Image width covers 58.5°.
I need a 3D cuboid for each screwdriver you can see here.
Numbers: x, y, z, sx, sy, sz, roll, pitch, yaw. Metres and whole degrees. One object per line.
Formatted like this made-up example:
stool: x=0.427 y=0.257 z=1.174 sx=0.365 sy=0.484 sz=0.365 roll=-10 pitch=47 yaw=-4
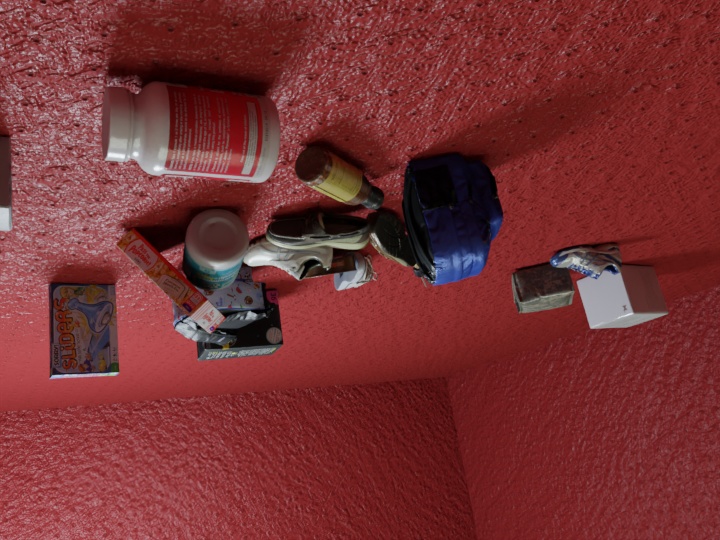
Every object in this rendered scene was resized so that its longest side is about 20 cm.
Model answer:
screwdriver: x=0.165 y=0.015 z=1.732 sx=0.028 sy=0.029 sz=0.200 roll=-13 pitch=166 yaw=9

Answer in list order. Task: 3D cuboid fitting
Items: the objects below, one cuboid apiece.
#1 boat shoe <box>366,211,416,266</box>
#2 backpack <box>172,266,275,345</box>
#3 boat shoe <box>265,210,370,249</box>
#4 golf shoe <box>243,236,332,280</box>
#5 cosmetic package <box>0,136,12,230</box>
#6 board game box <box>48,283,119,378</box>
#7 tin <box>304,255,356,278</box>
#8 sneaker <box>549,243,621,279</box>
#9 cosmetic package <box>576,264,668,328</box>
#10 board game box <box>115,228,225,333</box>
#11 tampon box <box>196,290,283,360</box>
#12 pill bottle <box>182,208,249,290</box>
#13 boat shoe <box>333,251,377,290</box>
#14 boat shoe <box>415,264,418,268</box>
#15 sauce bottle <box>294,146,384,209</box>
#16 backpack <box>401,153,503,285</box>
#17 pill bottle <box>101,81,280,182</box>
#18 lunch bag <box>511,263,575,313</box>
boat shoe: x=0.054 y=-0.062 z=1.340 sx=0.074 sy=0.076 sz=0.200 roll=13 pitch=164 yaw=32
backpack: x=-0.322 y=0.070 z=1.434 sx=0.190 sy=0.154 sz=0.200 roll=-4 pitch=157 yaw=-45
boat shoe: x=-0.079 y=-0.083 z=1.224 sx=0.201 sy=0.072 sz=0.066 roll=3 pitch=140 yaw=-8
golf shoe: x=-0.150 y=-0.024 z=1.315 sx=0.200 sy=0.097 sz=0.078 roll=-14 pitch=163 yaw=17
cosmetic package: x=-0.549 y=-0.113 z=0.809 sx=0.200 sy=0.107 sz=0.090 roll=3 pitch=158 yaw=-30
board game box: x=-0.596 y=0.128 z=1.386 sx=0.135 sy=0.200 sz=0.034 roll=2 pitch=159 yaw=-35
tin: x=-0.077 y=-0.007 z=1.420 sx=0.112 sy=0.042 sz=0.200 roll=-13 pitch=-178 yaw=-15
sneaker: x=0.620 y=-0.019 z=1.753 sx=0.200 sy=0.088 sz=0.075 roll=-7 pitch=164 yaw=-4
cosmetic package: x=0.843 y=0.086 z=2.071 sx=0.200 sy=0.167 sz=0.167 roll=2 pitch=159 yaw=-35
board game box: x=-0.354 y=0.024 z=1.213 sx=0.046 sy=0.200 sz=0.152 roll=-46 pitch=168 yaw=-12
tampon box: x=-0.315 y=0.141 z=1.656 sx=0.200 sy=0.150 sz=0.126 roll=-2 pitch=162 yaw=-23
pill bottle: x=-0.276 y=-0.029 z=1.209 sx=0.111 sy=0.111 sz=0.200 roll=-3 pitch=162 yaw=-19
boat shoe: x=0.000 y=0.005 z=1.523 sx=0.086 sy=0.075 sz=0.202 roll=-3 pitch=164 yaw=-17
boat shoe: x=0.142 y=-0.037 z=1.470 sx=0.074 sy=0.069 sz=0.200 roll=-8 pitch=162 yaw=-6
sauce bottle: x=-0.027 y=-0.144 z=1.055 sx=0.066 sy=0.066 sz=0.200 roll=-18 pitch=162 yaw=25
backpack: x=0.162 y=-0.084 z=1.118 sx=0.168 sy=0.200 sz=0.163 roll=-11 pitch=162 yaw=4
pill bottle: x=-0.209 y=-0.170 z=0.795 sx=0.200 sy=0.112 sz=0.112 roll=0 pitch=160 yaw=-29
lunch bag: x=0.540 y=0.061 z=1.915 sx=0.164 sy=0.118 sz=0.200 roll=-13 pitch=158 yaw=9
